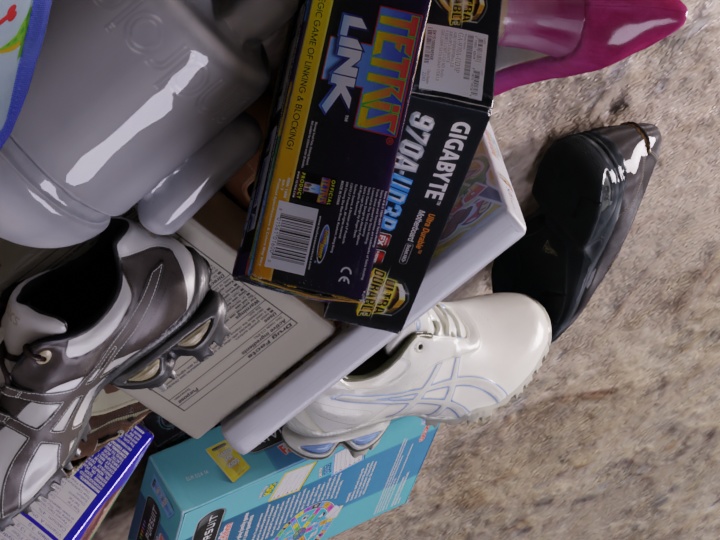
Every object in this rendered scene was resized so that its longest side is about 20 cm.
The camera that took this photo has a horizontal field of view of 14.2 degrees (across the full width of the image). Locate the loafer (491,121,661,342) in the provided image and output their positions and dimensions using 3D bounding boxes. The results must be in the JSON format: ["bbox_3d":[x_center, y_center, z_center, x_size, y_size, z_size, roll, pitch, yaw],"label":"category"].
[{"bbox_3d":[0.141,-0.019,1.849,0.072,0.073,0.200,-24,157,-32],"label":"loafer"}]

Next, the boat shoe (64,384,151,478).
[{"bbox_3d":[-0.161,0.073,1.577,0.075,0.075,0.202,-64,164,9],"label":"boat shoe"}]

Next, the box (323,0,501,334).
[{"bbox_3d":[0.028,-0.087,1.463,0.046,0.159,0.200,11,144,-6],"label":"box"}]

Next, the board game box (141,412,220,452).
[{"bbox_3d":[-0.038,0.072,1.840,0.200,0.028,0.135,-31,156,-5],"label":"board game box"}]

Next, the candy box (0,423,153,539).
[{"bbox_3d":[-0.217,0.178,1.645,0.169,0.077,0.200,-56,178,42],"label":"candy box"}]

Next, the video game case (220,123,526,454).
[{"bbox_3d":[0.000,0.000,1.615,0.200,0.023,0.182,-38,-160,10],"label":"video game case"}]

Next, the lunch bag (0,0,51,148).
[{"bbox_3d":[-0.227,-0.085,1.166,0.170,0.128,0.200,-19,143,-31],"label":"lunch bag"}]

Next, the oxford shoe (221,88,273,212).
[{"bbox_3d":[-0.037,-0.045,1.564,0.071,0.071,0.200,-40,158,9],"label":"oxford shoe"}]

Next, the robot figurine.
[{"bbox_3d":[-0.121,-0.089,1.311,0.200,0.113,0.170,-40,115,13],"label":"robot figurine"}]

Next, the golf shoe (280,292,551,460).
[{"bbox_3d":[0.040,0.049,1.769,0.199,0.078,0.097,-22,149,-27],"label":"golf shoe"}]

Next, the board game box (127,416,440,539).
[{"bbox_3d":[-0.049,0.134,1.850,0.199,0.047,0.151,-22,155,-25],"label":"board game box"}]

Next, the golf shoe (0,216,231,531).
[{"bbox_3d":[-0.162,0.048,1.400,0.200,0.078,0.094,-43,136,1],"label":"golf shoe"}]

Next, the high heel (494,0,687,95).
[{"bbox_3d":[0.107,-0.126,1.510,0.095,0.068,0.200,4,173,-4],"label":"high heel"}]

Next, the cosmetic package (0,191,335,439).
[{"bbox_3d":[-0.112,0.000,1.490,0.105,0.071,0.200,-37,143,9],"label":"cosmetic package"}]

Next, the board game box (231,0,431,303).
[{"bbox_3d":[-0.009,-0.086,1.317,0.056,0.201,0.165,13,179,-4],"label":"board game box"}]
